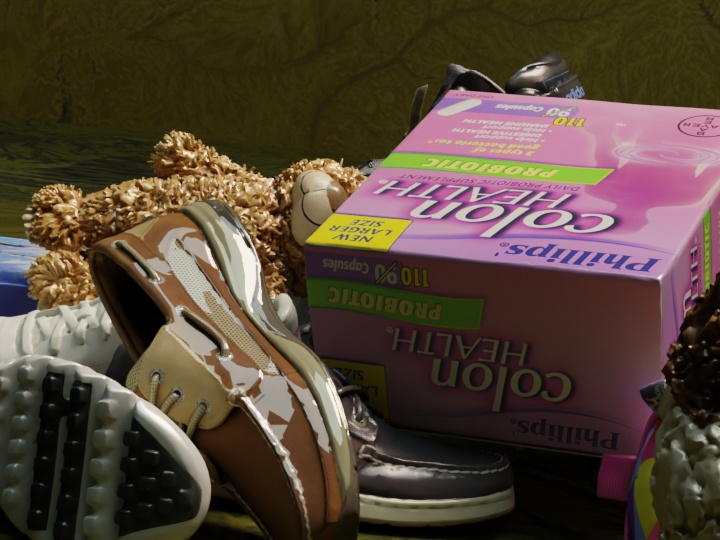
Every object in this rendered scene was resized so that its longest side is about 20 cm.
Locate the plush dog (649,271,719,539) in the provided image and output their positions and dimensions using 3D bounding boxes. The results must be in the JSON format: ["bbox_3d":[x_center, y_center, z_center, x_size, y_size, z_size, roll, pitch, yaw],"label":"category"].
[{"bbox_3d":[0.154,0.086,0.786,0.159,0.202,0.172,-25,-14,18],"label":"plush dog"}]

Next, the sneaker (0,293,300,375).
[{"bbox_3d":[-0.123,0.033,1.047,0.198,0.100,0.075,5,34,-10],"label":"sneaker"}]

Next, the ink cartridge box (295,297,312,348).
[{"bbox_3d":[0.079,0.036,1.312,0.198,0.084,0.145,3,8,-30],"label":"ink cartridge box"}]

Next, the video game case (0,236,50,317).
[{"bbox_3d":[-0.153,0.018,1.238,0.198,0.046,0.181,6,8,-9],"label":"video game case"}]

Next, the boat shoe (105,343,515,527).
[{"bbox_3d":[-0.025,0.074,0.989,0.198,0.065,0.072,8,5,2],"label":"boat shoe"}]

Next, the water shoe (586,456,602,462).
[{"bbox_3d":[0.190,0.064,1.220,0.071,0.080,0.199,12,9,30],"label":"water shoe"}]

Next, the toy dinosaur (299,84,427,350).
[{"bbox_3d":[0.000,0.000,1.212,0.088,0.202,0.047,-9,-23,43],"label":"toy dinosaur"}]

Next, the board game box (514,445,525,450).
[{"bbox_3d":[0.153,0.033,1.120,0.198,0.033,0.120,-13,31,-12],"label":"board game box"}]

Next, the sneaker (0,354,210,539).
[{"bbox_3d":[-0.132,0.071,0.911,0.199,0.076,0.081,13,1,37],"label":"sneaker"}]

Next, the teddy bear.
[{"bbox_3d":[-0.081,-0.019,1.136,0.198,0.067,0.146,6,38,5],"label":"teddy bear"}]

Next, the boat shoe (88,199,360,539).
[{"bbox_3d":[-0.063,0.052,0.916,0.073,0.076,0.201,-9,43,-23],"label":"boat shoe"}]

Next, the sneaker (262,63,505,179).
[{"bbox_3d":[0.030,-0.067,1.285,0.198,0.115,0.075,5,8,-4],"label":"sneaker"}]

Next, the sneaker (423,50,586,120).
[{"bbox_3d":[0.129,-0.066,1.196,0.198,0.112,0.077,-3,12,23],"label":"sneaker"}]

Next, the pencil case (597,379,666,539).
[{"bbox_3d":[0.210,0.102,0.945,0.198,0.089,0.088,7,7,-12],"label":"pencil case"}]

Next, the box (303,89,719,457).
[{"bbox_3d":[0.092,-0.005,1.067,0.174,0.098,0.200,6,29,23],"label":"box"}]
